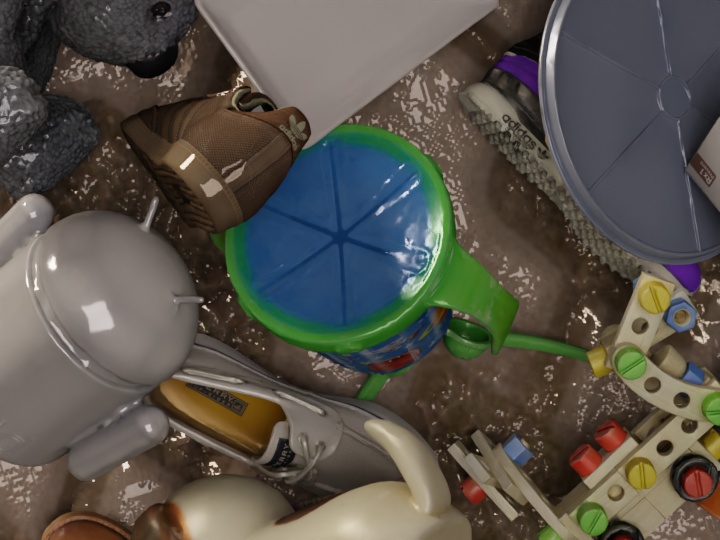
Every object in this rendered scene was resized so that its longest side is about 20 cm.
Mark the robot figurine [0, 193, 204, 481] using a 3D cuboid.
[{"bbox_3d":[-0.176,0.041,0.905,0.200,0.113,0.170,-36,81,24],"label":"robot figurine"}]

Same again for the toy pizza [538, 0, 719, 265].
[{"bbox_3d":[0.182,-0.103,0.925,0.199,0.032,0.202,3,84,-32],"label":"toy pizza"}]

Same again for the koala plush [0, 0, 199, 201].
[{"bbox_3d":[-0.169,-0.166,0.877,0.199,0.177,0.185,-26,88,2],"label":"koala plush"}]

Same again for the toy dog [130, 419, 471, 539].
[{"bbox_3d":[-0.040,0.179,0.862,0.199,0.139,0.195,6,109,36],"label":"toy dog"}]

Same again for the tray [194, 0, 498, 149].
[{"bbox_3d":[-0.006,-0.160,0.916,0.200,0.022,0.108,-40,96,-35],"label":"tray"}]

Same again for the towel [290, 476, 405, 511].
[{"bbox_3d":[-0.022,0.215,0.949,0.199,0.023,0.145,-17,86,28],"label":"towel"}]

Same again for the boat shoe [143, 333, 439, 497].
[{"bbox_3d":[-0.045,0.106,0.951,0.199,0.070,0.071,28,111,-2],"label":"boat shoe"}]

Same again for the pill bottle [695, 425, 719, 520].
[{"bbox_3d":[0.290,0.079,0.972,0.106,0.106,0.201,29,93,-7],"label":"pill bottle"}]

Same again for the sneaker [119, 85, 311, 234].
[{"bbox_3d":[-0.080,-0.068,0.861,0.075,0.200,0.071,-35,112,-9],"label":"sneaker"}]

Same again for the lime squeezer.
[{"bbox_3d":[0.056,0.062,0.985,0.199,0.038,0.071,-19,98,-4],"label":"lime squeezer"}]

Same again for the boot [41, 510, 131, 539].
[{"bbox_3d":[-0.143,0.254,0.929,0.076,0.155,0.201,-20,98,-2],"label":"boot"}]

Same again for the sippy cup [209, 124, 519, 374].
[{"bbox_3d":[0.000,0.000,0.915,0.139,0.130,0.178,-32,66,0],"label":"sippy cup"}]

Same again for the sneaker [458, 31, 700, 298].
[{"bbox_3d":[0.164,-0.073,0.964,0.100,0.070,0.200,-46,100,-5],"label":"sneaker"}]

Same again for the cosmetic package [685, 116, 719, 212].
[{"bbox_3d":[0.307,-0.071,0.910,0.199,0.090,0.107,-18,60,-35],"label":"cosmetic package"}]

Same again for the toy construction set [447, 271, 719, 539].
[{"bbox_3d":[0.151,0.104,0.944,0.131,0.092,0.200,45,113,-10],"label":"toy construction set"}]
